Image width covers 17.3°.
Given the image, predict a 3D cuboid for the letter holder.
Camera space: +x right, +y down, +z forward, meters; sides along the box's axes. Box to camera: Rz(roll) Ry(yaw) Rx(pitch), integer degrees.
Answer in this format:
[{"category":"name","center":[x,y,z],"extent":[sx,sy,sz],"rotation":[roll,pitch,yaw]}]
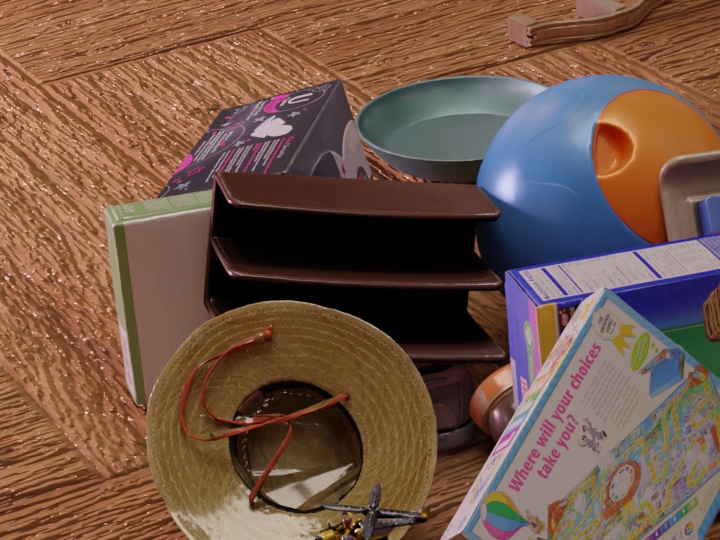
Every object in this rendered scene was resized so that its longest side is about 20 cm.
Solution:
[{"category":"letter holder","center":[0.000,0.000,1.666],"extent":[0.198,0.101,0.142],"rotation":[2,16,-13]}]

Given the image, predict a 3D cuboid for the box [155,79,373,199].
[{"category":"box","center":[-0.064,-0.047,1.863],"extent":[0.114,0.133,0.200],"rotation":[-12,21,19]}]

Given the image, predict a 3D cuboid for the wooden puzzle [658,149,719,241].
[{"category":"wooden puzzle","center":[0.314,0.007,1.649],"extent":[0.184,0.202,0.046],"rotation":[-8,-6,-8]}]

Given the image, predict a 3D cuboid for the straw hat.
[{"category":"straw hat","center":[-0.039,0.121,1.582],"extent":[0.199,0.203,0.085],"rotation":[0,-16,9]}]

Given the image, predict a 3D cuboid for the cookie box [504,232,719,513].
[{"category":"cookie box","center":[0.204,0.074,1.553],"extent":[0.198,0.172,0.075],"rotation":[-10,19,-11]}]

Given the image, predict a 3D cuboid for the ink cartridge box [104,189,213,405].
[{"category":"ink cartridge box","center":[-0.082,0.011,1.753],"extent":[0.198,0.147,0.048],"rotation":[-10,21,-12]}]

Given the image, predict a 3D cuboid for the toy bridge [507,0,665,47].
[{"category":"toy bridge","center":[0.246,-0.263,2.399],"extent":[0.199,0.027,0.067],"rotation":[-21,33,-30]}]

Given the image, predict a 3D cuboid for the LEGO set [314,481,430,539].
[{"category":"LEGO set","center":[-0.036,0.198,1.397],"extent":[0.152,0.117,0.200],"rotation":[-2,26,5]}]

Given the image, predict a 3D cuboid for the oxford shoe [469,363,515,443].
[{"category":"oxford shoe","center":[0.176,0.087,1.669],"extent":[0.199,0.072,0.073],"rotation":[-22,50,-23]}]

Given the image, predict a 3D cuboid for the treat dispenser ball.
[{"category":"treat dispenser ball","center":[0.184,-0.045,1.763],"extent":[0.199,0.202,0.201],"rotation":[-3,26,2]}]

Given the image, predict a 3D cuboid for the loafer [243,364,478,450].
[{"category":"loafer","center":[-0.016,0.089,1.680],"extent":[0.198,0.063,0.072],"rotation":[0,27,8]}]

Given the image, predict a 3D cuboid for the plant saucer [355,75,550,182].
[{"category":"plant saucer","center":[0.095,-0.123,2.128],"extent":[0.198,0.036,0.200],"rotation":[-4,25,2]}]

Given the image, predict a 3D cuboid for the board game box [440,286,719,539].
[{"category":"board game box","center":[0.148,0.126,1.424],"extent":[0.200,0.134,0.034],"rotation":[-55,8,-32]}]
